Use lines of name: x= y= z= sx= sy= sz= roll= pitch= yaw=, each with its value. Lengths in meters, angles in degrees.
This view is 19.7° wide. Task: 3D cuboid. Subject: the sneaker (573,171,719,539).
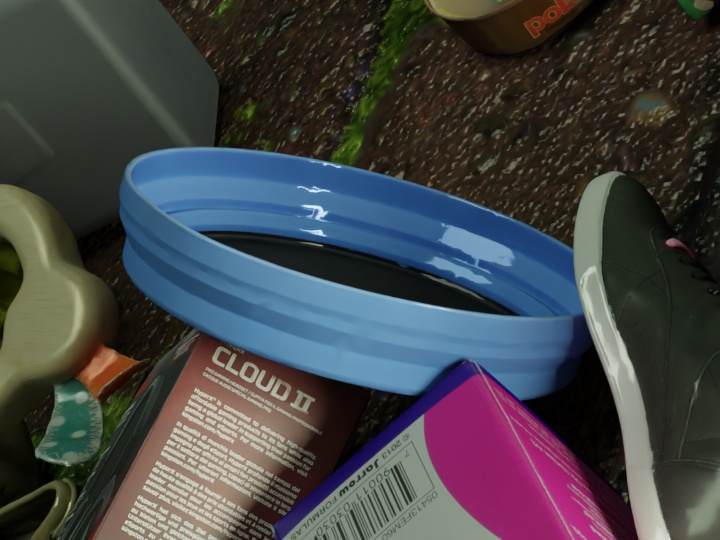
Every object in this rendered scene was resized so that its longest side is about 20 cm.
sneaker: x=0.139 y=0.027 z=0.742 sx=0.099 sy=0.071 sz=0.201 roll=-29 pitch=43 yaw=21

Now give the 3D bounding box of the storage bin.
storage bin: x=-0.173 y=-0.099 z=1.110 sx=0.134 sy=0.200 sz=0.146 roll=-21 pitch=42 yaw=21

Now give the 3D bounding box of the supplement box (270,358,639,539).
supplement box: x=0.059 y=0.141 z=0.687 sx=0.101 sy=0.103 sz=0.200 roll=-41 pitch=34 yaw=11

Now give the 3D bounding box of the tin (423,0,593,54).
tin: x=0.073 y=-0.182 z=1.041 sx=0.112 sy=0.042 sz=0.200 roll=-35 pitch=36 yaw=13

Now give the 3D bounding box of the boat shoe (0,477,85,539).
boat shoe: x=-0.182 y=0.145 z=0.984 sx=0.200 sy=0.063 sz=0.073 roll=-21 pitch=44 yaw=39

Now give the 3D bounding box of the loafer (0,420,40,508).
loafer: x=-0.243 y=0.118 z=1.079 sx=0.199 sy=0.076 sz=0.068 roll=-15 pitch=45 yaw=26

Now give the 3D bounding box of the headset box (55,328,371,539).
headset box: x=-0.079 y=0.112 z=0.843 sx=0.201 sy=0.077 sz=0.149 roll=-64 pitch=9 yaw=-18

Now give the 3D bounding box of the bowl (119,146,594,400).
bowl: x=0.000 y=0.000 z=0.820 sx=0.201 sy=0.200 sz=0.040 roll=37 pitch=116 yaw=56

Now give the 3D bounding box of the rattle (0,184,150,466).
rattle: x=-0.138 y=0.045 z=1.006 sx=0.199 sy=0.143 sz=0.130 roll=16 pitch=67 yaw=37

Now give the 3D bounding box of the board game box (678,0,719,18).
board game box: x=0.184 y=-0.217 z=0.945 sx=0.134 sy=0.029 sz=0.200 roll=-33 pitch=37 yaw=23
